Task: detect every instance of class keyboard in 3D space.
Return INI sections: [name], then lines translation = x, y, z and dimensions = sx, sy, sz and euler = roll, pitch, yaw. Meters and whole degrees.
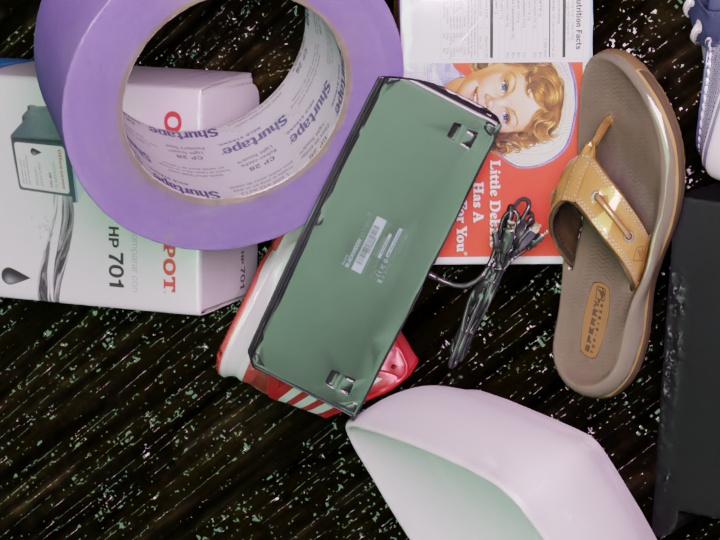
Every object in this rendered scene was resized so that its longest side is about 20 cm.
[keyboard]
translation = 0.028, -0.005, 1.401
dimensions = 0.127, 0.021, 0.201
euler = 27, 106, 2

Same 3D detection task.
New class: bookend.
[bookend]
translation = 0.277, 0.061, 1.362
dimensions = 0.199, 0.092, 0.200
euler = 8, 102, 30

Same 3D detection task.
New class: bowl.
[bowl]
translation = 0.102, 0.152, 1.419
dimensions = 0.199, 0.075, 0.200
euler = 19, 145, 56

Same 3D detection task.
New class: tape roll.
[tape roll]
translation = -0.082, -0.118, 1.388
dimensions = 0.200, 0.199, 0.085
euler = -58, 32, 20

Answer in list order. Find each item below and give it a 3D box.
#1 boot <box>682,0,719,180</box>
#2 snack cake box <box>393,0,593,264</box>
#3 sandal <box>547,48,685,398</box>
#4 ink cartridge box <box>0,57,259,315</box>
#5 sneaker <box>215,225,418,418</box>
[boot]
translation = 0.209, -0.157, 1.389
dimensions = 0.090, 0.073, 0.201
euler = 21, 98, 25
[snack cake box]
translation = 0.077, -0.106, 1.427
dimensions = 0.114, 0.067, 0.201
euler = 0, 100, -3
[sandal]
translation = 0.133, -0.023, 1.365
dimensions = 0.080, 0.054, 0.201
euler = 24, 111, 48
[ink cartridge box]
translation = -0.172, -0.056, 1.549
dimensions = 0.199, 0.086, 0.147
euler = 5, 101, 23
[sneaker]
translation = 0.000, 0.000, 1.507
dimensions = 0.115, 0.078, 0.201
euler = 27, 111, -1
